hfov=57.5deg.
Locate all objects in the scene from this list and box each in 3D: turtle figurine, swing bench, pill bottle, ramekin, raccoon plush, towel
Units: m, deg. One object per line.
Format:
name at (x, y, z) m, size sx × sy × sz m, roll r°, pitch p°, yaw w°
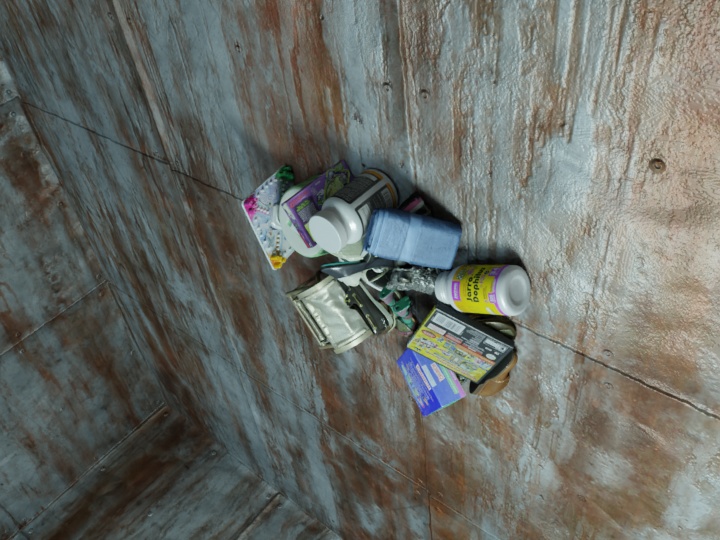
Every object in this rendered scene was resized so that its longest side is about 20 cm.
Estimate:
turtle figurine at (0.128, 0.115, 1.605) m, size 0.149 × 0.101 × 0.200 m, roll 18°, pitch 162°, yaw 43°
swing bench at (-0.088, 0.114, 1.824) m, size 0.200 × 0.129 × 0.200 m, roll 57°, pitch 164°, yaw -10°
pill bottle at (0.256, 0.040, 1.410) m, size 0.199 × 0.104 × 0.105 m, roll 0°, pitch 124°, yaw 49°
ramekin at (-0.112, -0.130, 1.626) m, size 0.199 × 0.097 × 0.202 m, roll 20°, pitch 121°, yaw 38°
pill bottle at (-0.016, -0.132, 1.465) m, size 0.116 × 0.200 × 0.117 m, roll 30°, pitch 143°, yaw 27°
raccoon plush at (0.156, 0.043, 1.502) m, size 0.200 × 0.134 × 0.097 m, roll 45°, pitch 146°, yaw 6°
towel at (0.112, -0.071, 1.411) m, size 0.198 × 0.049 × 0.112 m, roll 12°, pitch 117°, yaw -11°

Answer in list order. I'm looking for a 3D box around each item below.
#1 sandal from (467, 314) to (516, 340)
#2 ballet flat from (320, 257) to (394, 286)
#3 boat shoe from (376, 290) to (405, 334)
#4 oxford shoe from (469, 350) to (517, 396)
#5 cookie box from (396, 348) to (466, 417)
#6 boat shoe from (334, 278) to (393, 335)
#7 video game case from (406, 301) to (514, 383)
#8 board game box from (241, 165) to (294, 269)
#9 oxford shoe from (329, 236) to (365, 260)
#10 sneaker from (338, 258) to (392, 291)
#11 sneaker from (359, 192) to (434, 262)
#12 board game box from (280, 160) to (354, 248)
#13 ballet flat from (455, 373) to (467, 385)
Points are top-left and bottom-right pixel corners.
sandal at (0.267, 0.136, 1.535) m, size 0.199 × 0.055 × 0.082 m, roll -10°, pitch 128°, yaw 37°
ballet flat at (0.000, 0.000, 1.584) m, size 0.073 × 0.199 × 0.074 m, roll 31°, pitch 128°, yaw 51°
boat shoe at (0.056, 0.118, 1.752) m, size 0.075 × 0.075 × 0.203 m, roll 37°, pitch 146°, yaw 17°
oxford shoe at (0.335, 0.247, 1.585) m, size 0.071 × 0.072 × 0.200 m, roll 18°, pitch 144°, yaw -8°
cookie box at (0.177, 0.276, 1.691) m, size 0.172 × 0.075 × 0.200 m, roll 63°, pitch 165°, yaw 13°
boat shoe at (-0.004, 0.078, 1.671) m, size 0.201 × 0.060 × 0.072 m, roll 46°, pitch 162°, yaw 18°
video game case at (0.228, 0.172, 1.529) m, size 0.199 × 0.026 × 0.181 m, roll 27°, pitch 139°, yaw -2°
board game box at (-0.201, -0.138, 1.685) m, size 0.026 × 0.200 × 0.201 m, roll -2°, pitch 123°, yaw 35°
oxford shoe at (0.009, -0.065, 1.553) m, size 0.058 × 0.198 × 0.076 m, roll -100°, pitch 10°, yaw -76°
sneaker at (0.016, 0.006, 1.705) m, size 0.200 × 0.076 × 0.116 m, roll 41°, pitch 156°, yaw 27°
sneaker at (0.084, -0.075, 1.467) m, size 0.086 × 0.080 × 0.200 m, roll 43°, pitch 118°, yaw -11°
board game box at (-0.079, -0.155, 1.517) m, size 0.032 × 0.200 × 0.121 m, roll -4°, pitch 121°, yaw 52°
ballet flat at (0.255, 0.231, 1.643) m, size 0.074 × 0.074 × 0.201 m, roll 32°, pitch 143°, yaw 24°
